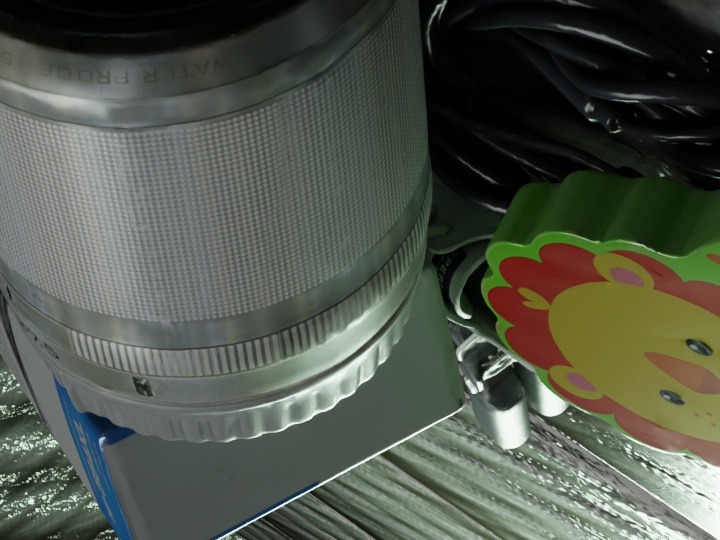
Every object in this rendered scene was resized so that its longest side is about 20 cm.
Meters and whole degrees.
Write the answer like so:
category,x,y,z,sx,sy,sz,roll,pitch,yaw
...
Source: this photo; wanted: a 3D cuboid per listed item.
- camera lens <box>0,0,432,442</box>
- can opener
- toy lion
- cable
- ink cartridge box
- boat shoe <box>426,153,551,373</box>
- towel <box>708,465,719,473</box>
category,x,y,z,sx,sy,sz,roll,pitch,yaw
camera lens,-0.057,-0.059,0.758,0.160,0.160,0.200,30,148,28
can opener,0.061,0.030,1.034,0.067,0.053,0.200,51,176,14
toy lion,0.134,0.022,0.737,0.191,0.069,0.200,29,156,1
cable,0.085,-0.041,0.785,0.200,0.051,0.163,36,168,5
ink cartridge box,-0.072,0.004,0.913,0.200,0.146,0.085,48,160,44
boat shoe,0.051,-0.012,0.892,0.200,0.065,0.074,31,131,22
towel,0.138,0.050,1.050,0.200,0.023,0.144,33,169,22
